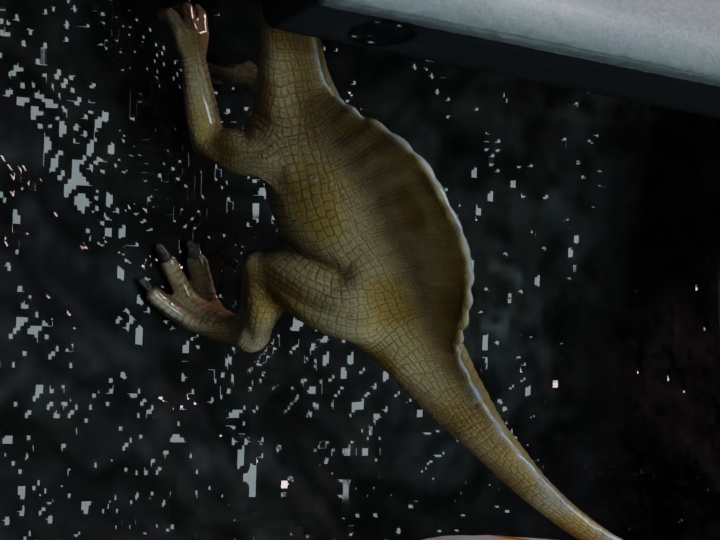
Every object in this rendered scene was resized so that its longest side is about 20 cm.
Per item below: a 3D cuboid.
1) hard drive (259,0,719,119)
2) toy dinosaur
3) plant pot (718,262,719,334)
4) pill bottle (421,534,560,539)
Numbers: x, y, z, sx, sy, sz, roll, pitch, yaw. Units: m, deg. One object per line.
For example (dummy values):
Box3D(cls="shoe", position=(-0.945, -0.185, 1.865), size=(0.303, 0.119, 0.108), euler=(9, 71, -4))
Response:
Box3D(cls="hard drive", position=(0.071, -0.106, 0.624), size=(0.199, 0.033, 0.140), euler=(8, 73, -31))
Box3D(cls="toy dinosaur", position=(0.000, 0.000, 0.635), size=(0.058, 0.101, 0.201), euler=(-35, 108, -28))
Box3D(cls="plant pot", position=(0.220, 0.027, 0.754), size=(0.190, 0.199, 0.201), euler=(37, 67, -60))
Box3D(cls="pill bottle", position=(0.051, 0.122, 0.674), size=(0.199, 0.111, 0.112), euler=(8, 86, -38))
